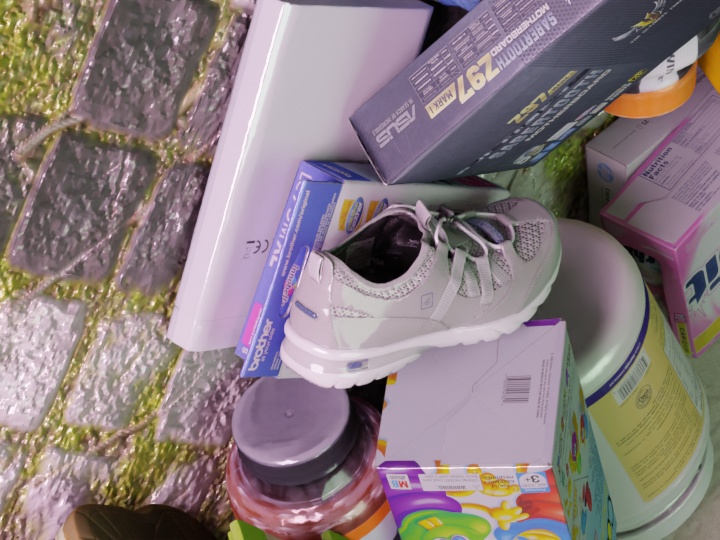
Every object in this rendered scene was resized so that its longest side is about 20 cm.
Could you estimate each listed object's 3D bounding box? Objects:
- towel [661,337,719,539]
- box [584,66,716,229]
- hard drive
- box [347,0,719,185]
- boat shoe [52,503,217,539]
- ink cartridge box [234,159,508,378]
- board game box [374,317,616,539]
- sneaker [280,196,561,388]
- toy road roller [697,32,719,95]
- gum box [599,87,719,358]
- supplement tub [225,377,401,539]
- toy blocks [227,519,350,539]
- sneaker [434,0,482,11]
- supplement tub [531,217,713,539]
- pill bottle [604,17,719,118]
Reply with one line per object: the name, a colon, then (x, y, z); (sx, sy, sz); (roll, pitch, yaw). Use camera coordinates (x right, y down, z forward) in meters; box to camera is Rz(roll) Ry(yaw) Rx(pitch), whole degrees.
towel: (0.230, 0.127, 1.682); (0.200, 0.132, 0.034); (-49, 173, -14)
box: (0.219, -0.041, 1.691); (0.156, 0.041, 0.201); (-38, 139, -31)
hard drive: (-0.033, -0.056, 1.359); (0.132, 0.027, 0.201); (-6, 119, -51)
box: (0.110, -0.124, 1.347); (0.200, 0.051, 0.157); (-40, 162, 31)
boat shoe: (-0.128, 0.175, 1.371); (0.066, 0.072, 0.201); (-36, 159, 11)
ink cartridge box: (0.000, 0.000, 1.385); (0.199, 0.042, 0.120); (-1, 114, -56)
board game box: (0.083, 0.132, 1.429); (0.201, 0.102, 0.105); (71, 22, -47)
sneaker: (0.043, -0.004, 1.336); (0.199, 0.075, 0.082); (-27, 136, -41)
toy road roller: (0.278, -0.187, 1.519); (0.123, 0.201, 0.146); (-24, 168, -41)
gum box: (0.245, -0.047, 1.623); (0.200, 0.066, 0.114); (-45, 141, -22)
supplement tub: (-0.018, 0.144, 1.451); (0.107, 0.107, 0.201); (-46, 144, -22)
toy blocks: (-0.055, 0.220, 1.362); (0.136, 0.100, 0.200); (-34, 144, 18)
sneaker: (0.052, -0.196, 1.313); (0.079, 0.089, 0.200); (-59, 146, -5)
supplement tub: (0.139, 0.077, 1.557); (0.146, 0.145, 0.200); (-51, 138, -15)
pill bottle: (0.164, -0.188, 1.452); (0.106, 0.106, 0.201); (-39, 140, -30)
